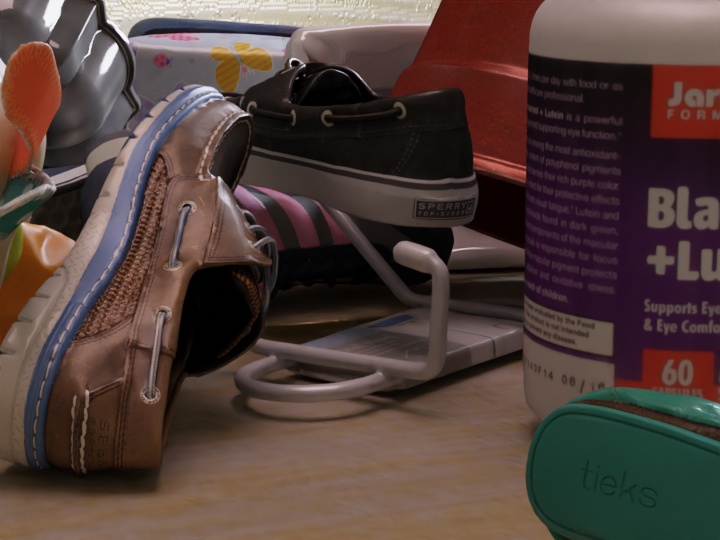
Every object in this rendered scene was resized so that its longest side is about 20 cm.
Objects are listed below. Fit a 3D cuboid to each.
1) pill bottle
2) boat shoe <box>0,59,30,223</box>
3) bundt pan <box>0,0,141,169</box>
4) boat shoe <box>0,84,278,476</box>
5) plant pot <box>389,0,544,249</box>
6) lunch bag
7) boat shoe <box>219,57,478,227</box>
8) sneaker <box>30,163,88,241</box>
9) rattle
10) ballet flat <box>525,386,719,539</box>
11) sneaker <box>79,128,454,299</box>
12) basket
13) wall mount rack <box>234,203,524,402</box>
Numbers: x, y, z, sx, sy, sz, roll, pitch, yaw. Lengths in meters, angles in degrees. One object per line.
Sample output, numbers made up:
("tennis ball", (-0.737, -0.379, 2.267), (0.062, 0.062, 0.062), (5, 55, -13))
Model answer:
("pill bottle", (0.116, -0.045, 0.602), (0.110, 0.202, 0.111), (-1, 12, 0))
("boat shoe", (-0.204, -0.086, 0.824), (0.070, 0.071, 0.201), (22, 26, -39))
("bundt pan", (-0.232, -0.095, 0.959), (0.200, 0.203, 0.076), (1, 42, 4))
("boat shoe", (-0.071, 0.005, 0.634), (0.072, 0.073, 0.201), (15, 46, 8))
("plant pot", (0.119, -0.114, 0.818), (0.199, 0.197, 0.201), (19, -5, 2))
("lunch bag", (-0.093, -0.114, 1.174), (0.168, 0.128, 0.200), (2, 5, -1))
("boat shoe", (-0.015, -0.065, 0.736), (0.068, 0.057, 0.199), (-8, 17, -35))
("sneaker", (-0.174, -0.036, 0.906), (0.201, 0.078, 0.146), (-10, 18, -36))
("rattle", (-0.120, -0.011, 0.644), (0.142, 0.131, 0.200), (30, -43, -28))
("ballet flat", (0.130, 0.072, 0.421), (0.070, 0.068, 0.199), (9, 6, -39))
("sneaker", (-0.046, -0.007, 0.835), (0.198, 0.083, 0.070), (11, -36, -16))
("basket", (0.051, -0.075, 0.963), (0.198, 0.137, 0.123), (-2, 8, -8))
("wall mount rack", (0.000, 0.000, 0.734), (0.173, 0.075, 0.199), (8, 14, 37))
